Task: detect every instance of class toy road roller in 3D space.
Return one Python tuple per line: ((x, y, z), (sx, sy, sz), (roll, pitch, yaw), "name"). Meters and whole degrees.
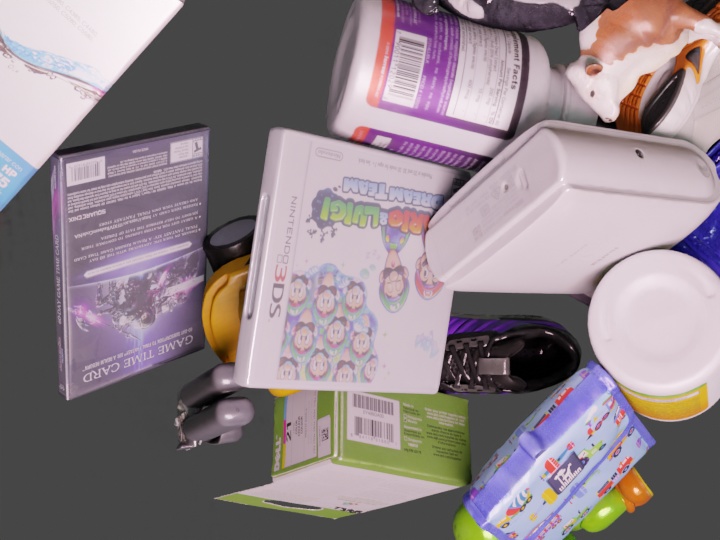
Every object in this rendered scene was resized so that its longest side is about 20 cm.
((-0.032, 0.020, 0.867), (0.197, 0.146, 0.125), (-19, 115, 2), "toy road roller")

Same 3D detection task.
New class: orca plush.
((0.107, -0.214, 0.788), (0.071, 0.197, 0.107), (39, 72, -58), "orca plush")

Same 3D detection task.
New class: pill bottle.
((0.255, 0.064, 0.893), (0.110, 0.112, 0.200), (-31, 156, 7), "pill bottle")
((0.080, -0.138, 0.831), (0.196, 0.112, 0.113), (12, 112, -12), "pill bottle")

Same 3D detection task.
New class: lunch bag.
((0.155, 0.150, 0.881), (0.151, 0.094, 0.200), (-46, 156, 1), "lunch bag")

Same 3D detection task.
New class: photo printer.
((0.172, -0.042, 0.831), (0.197, 0.071, 0.166), (2, 151, -35), "photo printer")

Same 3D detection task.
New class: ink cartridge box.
((-0.020, 0.161, 0.945), (0.146, 0.077, 0.199), (17, 151, -34), "ink cartridge box")
((-0.237, -0.181, 0.757), (0.146, 0.147, 0.200), (41, 104, -20), "ink cartridge box")

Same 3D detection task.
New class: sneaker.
((0.099, 0.074, 0.924), (0.196, 0.100, 0.071), (-6, 97, -7), "sneaker")
((0.293, -0.169, 0.865), (0.091, 0.076, 0.201), (33, 98, -33), "sneaker")

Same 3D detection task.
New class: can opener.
((-0.115, 0.114, 0.891), (0.066, 0.200, 0.054), (-2, 77, -24), "can opener")

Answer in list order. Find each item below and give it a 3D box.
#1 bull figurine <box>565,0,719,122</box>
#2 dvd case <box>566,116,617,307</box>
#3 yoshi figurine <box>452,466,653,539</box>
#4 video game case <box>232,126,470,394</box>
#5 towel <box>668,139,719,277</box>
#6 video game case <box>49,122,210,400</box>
((0.220, -0.208, 0.797), (0.119, 0.065, 0.204), (8, 78, 0), "bull figurine")
((0.221, -0.069, 0.929), (0.147, 0.016, 0.202), (27, 108, -17), "dvd case")
((0.167, 0.223, 1.006), (0.198, 0.113, 0.113), (-34, 103, 11), "yoshi figurine")
((0.000, 0.000, 0.817), (0.198, 0.023, 0.186), (7, 92, -42), "video game case")
((0.354, -0.036, 0.932), (0.148, 0.050, 0.199), (-44, 116, 11), "towel")
((-0.182, -0.009, 0.860), (0.142, 0.019, 0.204), (-20, 124, -44), "video game case")
